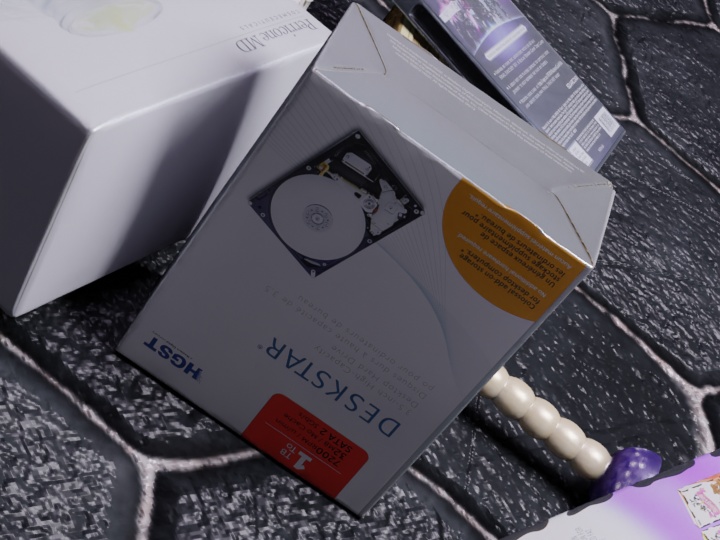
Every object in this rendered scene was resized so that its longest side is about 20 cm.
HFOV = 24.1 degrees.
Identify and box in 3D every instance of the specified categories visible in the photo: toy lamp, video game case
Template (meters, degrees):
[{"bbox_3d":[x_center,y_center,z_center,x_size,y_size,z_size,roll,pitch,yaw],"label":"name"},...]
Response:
[{"bbox_3d":[0.074,0.064,0.938,0.200,0.058,0.058,39,35,-2],"label":"toy lamp"},{"bbox_3d":[0.084,-0.141,1.058,0.200,0.019,0.143,48,26,-1],"label":"video game case"}]

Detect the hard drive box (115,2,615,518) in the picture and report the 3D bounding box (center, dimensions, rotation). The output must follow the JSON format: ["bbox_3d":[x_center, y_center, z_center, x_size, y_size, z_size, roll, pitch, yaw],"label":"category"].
[{"bbox_3d":[0.000,0.000,0.815,0.155,0.200,0.077,34,36,-6],"label":"hard drive box"}]

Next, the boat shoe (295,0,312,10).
[{"bbox_3d":[-0.054,-0.187,1.024,0.071,0.069,0.200,34,37,-6],"label":"boat shoe"}]

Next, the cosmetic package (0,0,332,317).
[{"bbox_3d":[-0.154,-0.110,0.846,0.200,0.123,0.199,42,36,14],"label":"cosmetic package"}]

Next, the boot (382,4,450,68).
[{"bbox_3d":[0.070,-0.107,1.088,0.155,0.073,0.200,38,14,-5],"label":"boot"}]

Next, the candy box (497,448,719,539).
[{"bbox_3d":[0.139,0.185,0.750,0.199,0.072,0.168,-20,53,-8],"label":"candy box"}]
